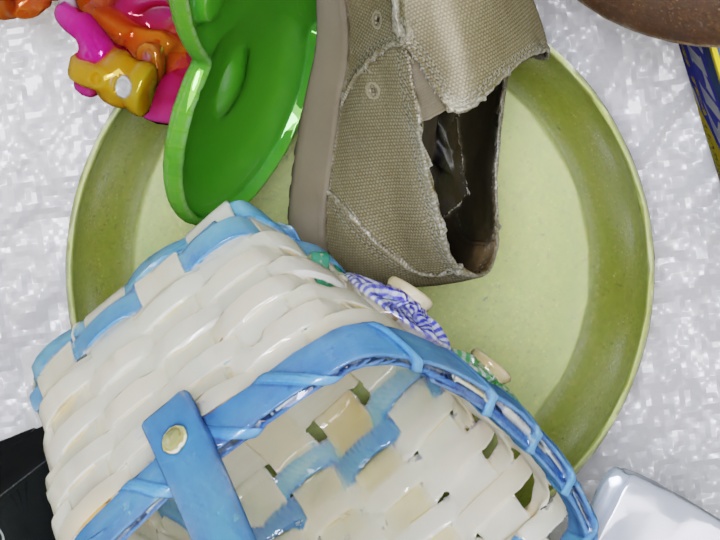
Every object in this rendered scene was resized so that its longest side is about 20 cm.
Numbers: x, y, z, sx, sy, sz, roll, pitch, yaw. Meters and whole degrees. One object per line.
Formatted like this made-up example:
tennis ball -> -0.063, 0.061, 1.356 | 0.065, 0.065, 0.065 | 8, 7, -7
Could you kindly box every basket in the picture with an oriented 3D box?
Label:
basket -> -0.005, 0.086, 0.717 | 0.139, 0.176, 0.201 | -36, 51, 11

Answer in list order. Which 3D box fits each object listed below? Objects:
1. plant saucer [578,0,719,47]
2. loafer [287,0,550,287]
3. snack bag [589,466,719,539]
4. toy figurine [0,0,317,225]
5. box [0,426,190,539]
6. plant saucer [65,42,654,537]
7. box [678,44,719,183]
plant saucer -> 0.116, -0.169, 0.735 | 0.199, 0.037, 0.202 | -10, 72, 31
loafer -> 0.025, -0.084, 0.756 | 0.067, 0.076, 0.201 | 18, 120, 24
snack bag -> 0.119, 0.182, 0.785 | 0.199, 0.021, 0.189 | 31, 97, 0
toy figurine -> -0.094, -0.140, 0.778 | 0.183, 0.150, 0.201 | 25, 114, 21
box -> -0.103, 0.166, 0.788 | 0.124, 0.149, 0.201 | -22, 97, 22
plant saucer -> 0.000, 0.000, 0.837 | 0.198, 0.031, 0.202 | 0, 98, 1
box -> 0.152, -0.038, 0.805 | 0.064, 0.070, 0.201 | -18, 100, 0
